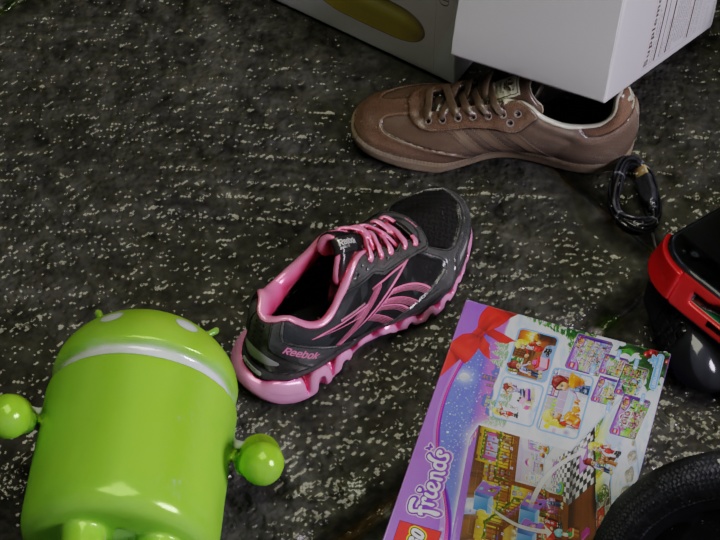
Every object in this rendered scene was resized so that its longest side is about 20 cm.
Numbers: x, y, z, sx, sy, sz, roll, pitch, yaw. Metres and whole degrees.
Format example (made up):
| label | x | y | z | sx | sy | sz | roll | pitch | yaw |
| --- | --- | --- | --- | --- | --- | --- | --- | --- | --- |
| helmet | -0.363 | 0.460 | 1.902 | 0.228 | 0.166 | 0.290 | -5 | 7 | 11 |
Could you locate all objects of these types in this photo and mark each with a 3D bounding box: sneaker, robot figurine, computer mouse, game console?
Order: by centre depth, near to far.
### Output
| label | x | y | z | sx | sy | sz | roll | pitch | yaw |
| --- | --- | --- | --- | --- | --- | --- | --- | --- | --- |
| robot figurine | -0.135 | 0.110 | 1.094 | 0.175 | 0.116 | 0.200 | 9 | 53 | -5 |
| sneaker | 0.000 | 0.000 | 1.189 | 0.079 | 0.095 | 0.200 | 37 | 60 | 25 |
| game console | 0.300 | 0.024 | 1.191 | 0.200 | 0.031 | 0.177 | 42 | 42 | 24 |
| computer mouse | 0.208 | -0.005 | 1.222 | 0.059 | 0.034 | 0.200 | 4 | 49 | -25 |
| sneaker | 0.093 | -0.115 | 1.283 | 0.200 | 0.076 | 0.071 | 2 | 54 | 0 |

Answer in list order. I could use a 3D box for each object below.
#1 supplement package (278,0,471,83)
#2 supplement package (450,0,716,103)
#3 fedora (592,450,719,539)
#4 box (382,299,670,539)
| label | x | y | z | sx | sy | sz | roll | pitch | yaw |
| --- | --- | --- | --- | --- | --- | --- | --- | --- | --- |
| supplement package | 0.024 | -0.270 | 1.346 | 0.200 | 0.152 | 0.151 | 27 | 59 | 18 |
| supplement package | 0.164 | -0.212 | 1.275 | 0.121 | 0.120 | 0.200 | 21 | 31 | 24 |
| fedora | 0.231 | 0.172 | 1.053 | 0.200 | 0.201 | 0.092 | 13 | 22 | 8 |
| box | 0.102 | 0.122 | 1.136 | 0.137 | 0.039 | 0.200 | 15 | 56 | 10 |
